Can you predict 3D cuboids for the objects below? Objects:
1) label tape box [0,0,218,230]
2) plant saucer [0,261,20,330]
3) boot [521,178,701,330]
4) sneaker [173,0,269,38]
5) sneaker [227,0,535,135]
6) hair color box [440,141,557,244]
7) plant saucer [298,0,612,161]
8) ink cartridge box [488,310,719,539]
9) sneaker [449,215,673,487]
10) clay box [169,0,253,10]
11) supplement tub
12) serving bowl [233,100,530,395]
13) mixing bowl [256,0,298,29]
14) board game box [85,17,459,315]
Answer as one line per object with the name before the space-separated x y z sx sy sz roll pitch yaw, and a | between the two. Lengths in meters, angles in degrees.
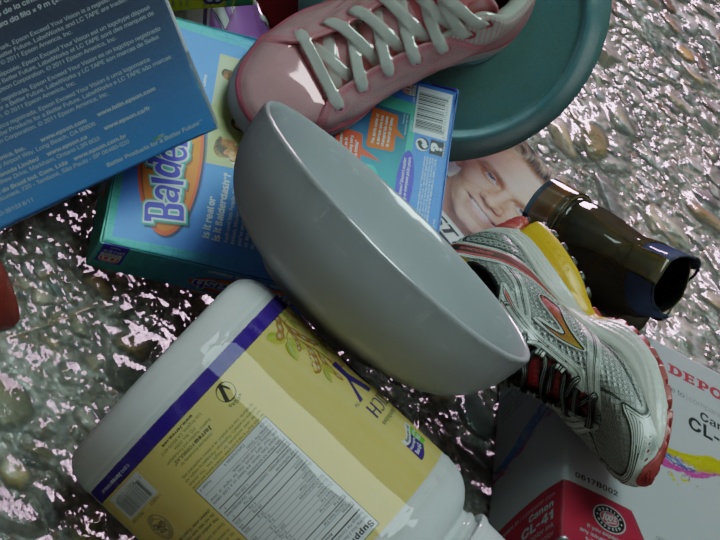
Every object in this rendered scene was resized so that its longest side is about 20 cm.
label tape box | -0.180 -0.140 1.362 0.066 0.143 0.200 -126 -168 -60
plant saucer | -0.294 -0.041 1.338 0.200 0.037 0.200 -16 67 -47
boot | 0.171 0.015 1.600 0.097 0.075 0.200 29 -5 29
sneaker | -0.079 -0.142 1.596 0.114 0.073 0.201 17 56 -31
sneaker | 0.019 -0.142 1.452 0.200 0.105 0.075 -24 81 -21
hair color box | 0.058 -0.018 1.606 0.100 0.061 0.200 50 38 7
plant saucer | 0.062 -0.159 1.551 0.200 0.200 0.027 28 12 -19
ink cartridge box | 0.159 0.136 1.535 0.147 0.086 0.200 27 43 -19
sneaker | 0.108 0.054 1.463 0.082 0.078 0.200 -14 47 -31
clay box | -0.137 -0.205 1.492 0.199 0.115 0.048 -4 53 -4
supplement tub | -0.037 0.119 1.330 0.200 0.145 0.145 43 38 -1
serving bowl | 0.000 0.000 1.370 0.200 0.066 0.200 42 9 -8
mixing bowl | 0.001 -0.185 1.631 0.108 0.200 0.200 -37 82 -18
board game box | -0.050 -0.056 1.482 0.200 0.045 0.152 14 68 -14
